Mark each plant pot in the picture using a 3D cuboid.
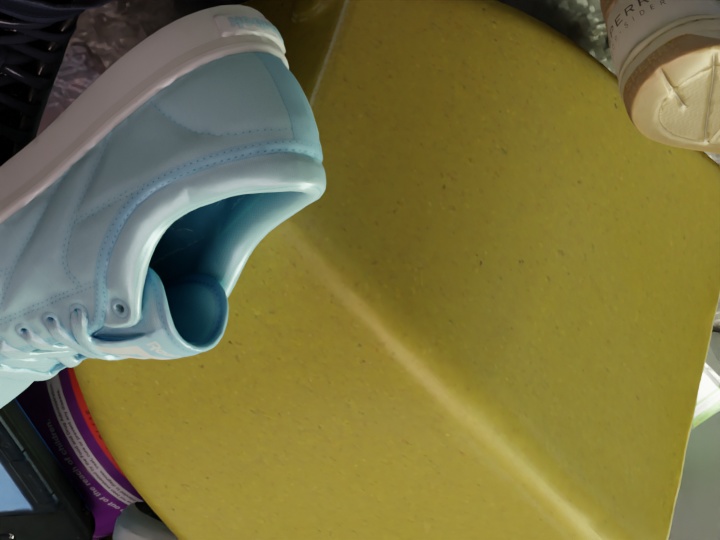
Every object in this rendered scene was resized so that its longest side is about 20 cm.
[{"bbox_3d":[0.000,0.000,0.868,0.195,0.195,0.200,-12,136,38],"label":"plant pot"}]

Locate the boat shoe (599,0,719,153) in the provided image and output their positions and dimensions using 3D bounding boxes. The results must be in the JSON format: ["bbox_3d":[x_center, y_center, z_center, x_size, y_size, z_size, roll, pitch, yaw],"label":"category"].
[{"bbox_3d":[0.168,-0.080,0.888,0.200,0.069,0.074,14,135,-44],"label":"boat shoe"}]

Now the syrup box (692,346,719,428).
[{"bbox_3d":[0.055,0.068,1.011,0.200,0.079,0.081,-37,127,14],"label":"syrup box"}]

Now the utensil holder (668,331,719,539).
[{"bbox_3d":[0.147,0.153,1.052,0.169,0.201,0.170,2,138,2],"label":"utensil holder"}]

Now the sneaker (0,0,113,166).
[{"bbox_3d":[-0.119,-0.075,0.754,0.077,0.146,0.203,5,98,-32],"label":"sneaker"}]

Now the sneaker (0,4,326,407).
[{"bbox_3d":[-0.088,0.005,0.751,0.074,0.082,0.200,8,136,-47],"label":"sneaker"}]

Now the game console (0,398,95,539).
[{"bbox_3d":[-0.223,0.104,0.910,0.170,0.119,0.200,-5,142,16],"label":"game console"}]

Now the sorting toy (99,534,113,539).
[{"bbox_3d":[-0.136,0.158,1.133,0.200,0.037,0.185,-25,173,31],"label":"sorting toy"}]

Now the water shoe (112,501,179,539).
[{"bbox_3d":[-0.062,0.167,1.007,0.071,0.079,0.200,21,164,28],"label":"water shoe"}]

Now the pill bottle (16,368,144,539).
[{"bbox_3d":[-0.149,0.075,1.046,0.199,0.113,0.112,-24,132,27],"label":"pill bottle"}]
